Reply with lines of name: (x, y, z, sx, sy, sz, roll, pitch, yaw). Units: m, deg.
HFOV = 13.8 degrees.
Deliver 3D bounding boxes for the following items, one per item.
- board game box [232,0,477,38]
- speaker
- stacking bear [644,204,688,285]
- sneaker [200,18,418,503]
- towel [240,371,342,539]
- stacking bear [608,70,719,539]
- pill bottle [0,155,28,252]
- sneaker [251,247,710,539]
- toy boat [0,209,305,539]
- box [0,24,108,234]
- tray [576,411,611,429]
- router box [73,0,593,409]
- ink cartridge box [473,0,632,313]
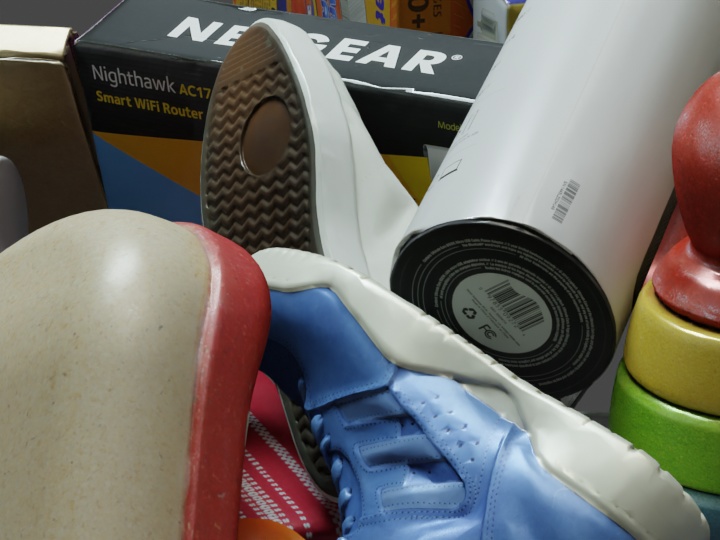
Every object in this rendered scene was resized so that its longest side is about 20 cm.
board game box: (0.067, -0.117, 1.380, 0.199, 0.201, 0.200, -8, 21, -22)
speaker: (0.078, -0.050, 1.038, 0.081, 0.081, 0.200, 7, 42, 20)
stacking bear: (0.222, 0.002, 1.130, 0.199, 0.114, 0.121, 14, 18, -13)
sneaker: (0.000, 0.000, 1.092, 0.085, 0.073, 0.200, 9, 54, -40)
towel: (-0.100, 0.082, 1.078, 0.200, 0.023, 0.145, -10, 23, -21)
stacking bear: (0.138, 0.027, 0.960, 0.113, 0.201, 0.121, -1, 19, -3)
pill bottle: (-0.242, -0.012, 1.213, 0.199, 0.113, 0.112, 5, 20, 10)
sneaker: (0.004, 0.075, 0.948, 0.200, 0.077, 0.111, 32, 75, 34)
toy boat: (-0.063, 0.085, 0.865, 0.131, 0.201, 0.130, 22, -27, -39)
box: (-0.201, -0.047, 1.267, 0.199, 0.164, 0.021, 4, 53, 12)
tray: (0.161, 0.067, 1.083, 0.199, 0.022, 0.107, 3, -3, 7)
router box: (-0.008, -0.026, 1.185, 0.200, 0.149, 0.051, 10, 37, 28)
ink cartridge box: (0.142, -0.084, 1.284, 0.197, 0.201, 0.047, -8, 22, -22)
